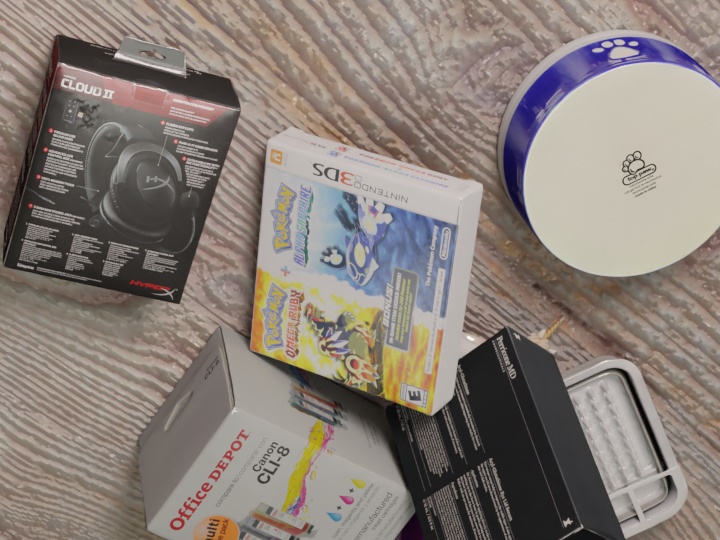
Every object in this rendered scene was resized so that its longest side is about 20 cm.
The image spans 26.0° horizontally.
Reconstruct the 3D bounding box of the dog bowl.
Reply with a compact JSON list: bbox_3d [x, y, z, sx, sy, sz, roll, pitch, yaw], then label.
[{"bbox_3d":[0.222,-0.098,1.328,0.200,0.079,0.200,-5,117,-9],"label":"dog bowl"}]

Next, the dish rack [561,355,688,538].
[{"bbox_3d":[0.206,0.178,1.485,0.172,0.044,0.200,-25,119,3],"label":"dish rack"}]

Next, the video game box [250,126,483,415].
[{"bbox_3d":[0.000,0.000,1.294,0.182,0.047,0.200,19,117,26],"label":"video game box"}]

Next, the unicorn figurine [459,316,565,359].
[{"bbox_3d":[0.078,0.076,1.385,0.137,0.074,0.200,-34,142,31],"label":"unicorn figurine"}]

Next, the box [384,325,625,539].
[{"bbox_3d":[0.118,0.170,1.299,0.141,0.200,0.079,-38,138,25],"label":"box"}]

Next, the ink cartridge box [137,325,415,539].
[{"bbox_3d":[-0.075,0.174,1.369,0.200,0.145,0.145,29,108,-22],"label":"ink cartridge box"}]

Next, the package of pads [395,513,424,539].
[{"bbox_3d":[0.104,0.241,1.413,0.200,0.121,0.076,-12,120,10],"label":"package of pads"}]

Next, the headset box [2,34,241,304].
[{"bbox_3d":[-0.191,-0.088,1.251,0.149,0.077,0.200,12,113,-17],"label":"headset box"}]
